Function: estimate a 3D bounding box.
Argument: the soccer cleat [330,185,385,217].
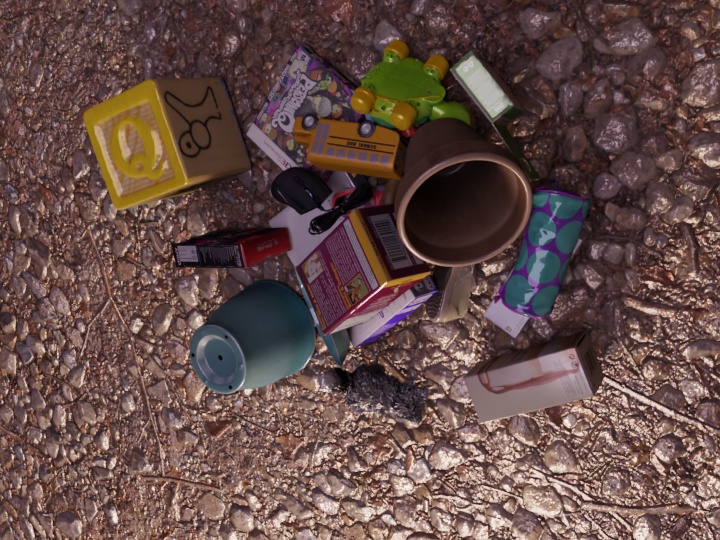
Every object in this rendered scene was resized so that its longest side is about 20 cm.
[{"bbox_3d":[0.046,-0.120,1.269,0.198,0.076,0.067,-4,98,16],"label":"soccer cleat"}]

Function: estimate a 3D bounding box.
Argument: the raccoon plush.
[{"bbox_3d":[0.030,0.232,1.326,0.133,0.199,0.098,14,99,38],"label":"raccoon plush"}]

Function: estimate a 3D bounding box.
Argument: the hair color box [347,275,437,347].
[{"bbox_3d":[0.036,0.041,1.300,0.200,0.064,0.110,-44,67,47],"label":"hair color box"}]

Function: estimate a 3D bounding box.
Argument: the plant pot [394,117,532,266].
[{"bbox_3d":[0.136,-0.136,1.105,0.198,0.175,0.201,-6,134,-6],"label":"plant pot"}]

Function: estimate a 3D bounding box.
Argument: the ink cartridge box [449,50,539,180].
[{"bbox_3d":[0.222,-0.232,1.120,0.048,0.145,0.201,-38,85,20],"label":"ink cartridge box"}]

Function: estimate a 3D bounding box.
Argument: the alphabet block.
[{"bbox_3d":[-0.357,-0.241,1.390,0.195,0.200,0.197,-16,95,30],"label":"alphabet block"}]

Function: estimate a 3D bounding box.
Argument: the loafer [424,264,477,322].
[{"bbox_3d":[0.166,-0.007,1.257,0.076,0.068,0.202,31,106,59],"label":"loafer"}]

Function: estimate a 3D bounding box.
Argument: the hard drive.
[{"bbox_3d":[-0.067,-0.088,1.379,0.199,0.026,0.132,-33,87,30],"label":"hard drive"}]

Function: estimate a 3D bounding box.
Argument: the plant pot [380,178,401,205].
[{"bbox_3d":[0.130,-0.112,1.210,0.198,0.027,0.202,-2,77,8],"label":"plant pot"}]

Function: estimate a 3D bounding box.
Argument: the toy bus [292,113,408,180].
[{"bbox_3d":[-0.019,-0.205,1.229,0.199,0.065,0.079,12,85,24],"label":"toy bus"}]

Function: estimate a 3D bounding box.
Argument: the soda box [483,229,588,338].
[{"bbox_3d":[0.282,0.007,1.201,0.068,0.064,0.201,36,116,15],"label":"soda box"}]

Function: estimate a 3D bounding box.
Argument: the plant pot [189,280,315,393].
[{"bbox_3d":[-0.217,0.140,1.421,0.199,0.188,0.202,9,109,26],"label":"plant pot"}]

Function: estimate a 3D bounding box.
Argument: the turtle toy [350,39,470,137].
[{"bbox_3d":[0.085,-0.272,1.199,0.199,0.101,0.146,27,70,20],"label":"turtle toy"}]

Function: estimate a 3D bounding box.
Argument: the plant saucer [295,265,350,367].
[{"bbox_3d":[-0.064,0.077,1.357,0.036,0.200,0.201,-24,92,-10],"label":"plant saucer"}]

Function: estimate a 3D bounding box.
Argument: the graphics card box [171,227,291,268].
[{"bbox_3d":[-0.247,-0.043,1.412,0.199,0.125,0.051,0,107,38],"label":"graphics card box"}]

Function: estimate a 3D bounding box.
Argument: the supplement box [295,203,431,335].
[{"bbox_3d":[0.000,0.000,1.204,0.200,0.103,0.132,-40,69,46],"label":"supplement box"}]

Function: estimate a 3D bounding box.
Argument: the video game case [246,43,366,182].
[{"bbox_3d":[-0.093,-0.268,1.327,0.181,0.036,0.200,44,115,16],"label":"video game case"}]

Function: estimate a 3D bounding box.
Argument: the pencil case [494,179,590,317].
[{"bbox_3d":[0.271,-0.030,1.112,0.092,0.085,0.202,15,110,7],"label":"pencil case"}]

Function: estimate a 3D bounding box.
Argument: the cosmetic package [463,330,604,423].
[{"bbox_3d":[0.285,0.176,1.223,0.199,0.103,0.088,-22,91,29],"label":"cosmetic package"}]

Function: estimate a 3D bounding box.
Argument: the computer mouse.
[{"bbox_3d":[-0.070,-0.148,1.258,0.200,0.140,0.046,44,162,47],"label":"computer mouse"}]
